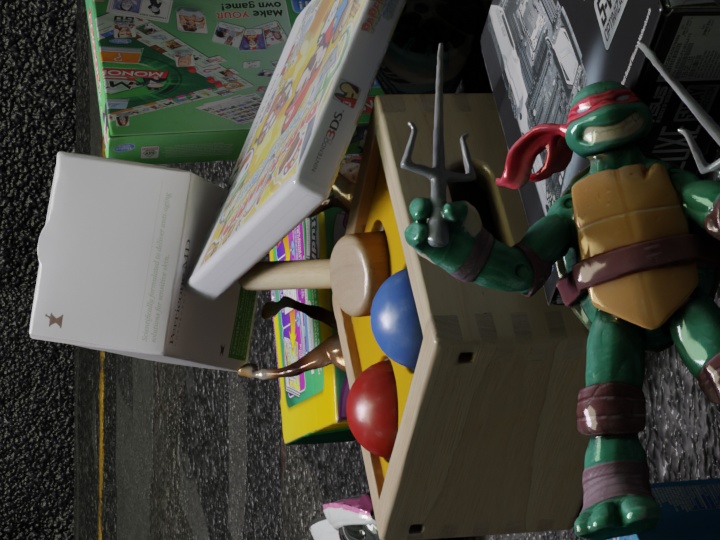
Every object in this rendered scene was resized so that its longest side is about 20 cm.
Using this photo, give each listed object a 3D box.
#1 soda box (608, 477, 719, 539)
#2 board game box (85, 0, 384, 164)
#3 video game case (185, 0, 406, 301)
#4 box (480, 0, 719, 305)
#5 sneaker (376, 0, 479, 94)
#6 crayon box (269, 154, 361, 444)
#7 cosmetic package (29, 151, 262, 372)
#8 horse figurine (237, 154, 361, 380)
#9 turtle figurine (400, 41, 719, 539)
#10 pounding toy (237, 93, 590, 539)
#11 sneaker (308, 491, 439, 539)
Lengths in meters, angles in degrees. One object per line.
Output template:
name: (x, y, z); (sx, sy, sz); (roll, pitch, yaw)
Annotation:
soda box: (0.146, 0.166, 0.889); (0.200, 0.064, 0.068); (-109, 21, -52)
board game box: (-0.059, -0.127, 1.430); (0.029, 0.199, 0.135); (103, 161, -53)
video game case: (-0.026, -0.090, 1.257); (0.200, 0.023, 0.183); (-38, 29, 65)
box: (0.109, -0.106, 1.037); (0.200, 0.049, 0.158); (106, 157, -53)
sneaker: (0.012, -0.167, 1.394); (0.087, 0.077, 0.201); (97, 164, -48)
crayon box: (-0.015, 0.007, 1.578); (0.173, 0.058, 0.201); (148, 119, -74)
cosmetic package: (-0.120, -0.001, 1.403); (0.200, 0.084, 0.108); (20, -101, -80)
horse figurine: (0.000, 0.000, 1.443); (0.050, 0.132, 0.201); (11, -91, -62)
turtle figurine: (0.105, -0.006, 0.915); (0.101, 0.149, 0.201); (12, -120, -64)
pounding toy: (0.031, 0.016, 1.193); (0.185, 0.141, 0.201); (103, 160, -48)
sneaker: (0.023, 0.176, 1.444); (0.200, 0.080, 0.087); (111, 143, -78)
